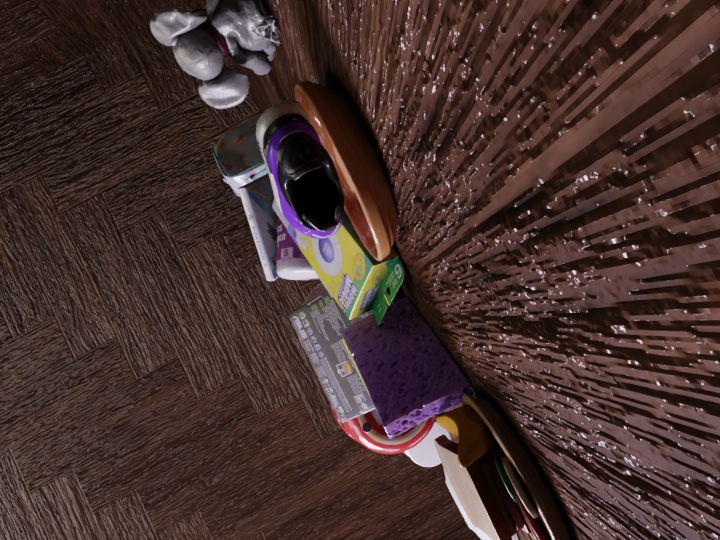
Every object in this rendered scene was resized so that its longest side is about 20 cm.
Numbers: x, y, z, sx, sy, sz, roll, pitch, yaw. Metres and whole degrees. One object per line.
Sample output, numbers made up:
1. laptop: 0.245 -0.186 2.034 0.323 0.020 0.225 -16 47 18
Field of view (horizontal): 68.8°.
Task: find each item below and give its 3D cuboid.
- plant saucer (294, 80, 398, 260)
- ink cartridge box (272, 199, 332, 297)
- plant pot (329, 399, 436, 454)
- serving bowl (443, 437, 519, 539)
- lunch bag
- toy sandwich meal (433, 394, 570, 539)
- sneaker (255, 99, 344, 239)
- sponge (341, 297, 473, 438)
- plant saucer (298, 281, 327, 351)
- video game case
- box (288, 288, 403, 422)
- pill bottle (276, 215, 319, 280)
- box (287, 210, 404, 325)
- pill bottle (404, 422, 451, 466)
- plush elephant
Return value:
1. plant saucer: -0.011 -0.108 0.562 0.202 0.037 0.200 63 177 6
2. ink cartridge box: -0.059 -0.088 0.807 0.201 0.057 0.163 51 141 20
3. plant pot: 0.045 0.238 0.985 0.203 0.198 0.182 63 170 -2
4. serving bowl: 0.201 0.403 0.942 0.202 0.065 0.200 62 177 6
5. lunch bag: -0.215 -0.251 1.138 0.161 0.198 0.077 57 176 36
6. toy sandwich meal: 0.136 0.222 0.549 0.207 0.069 0.205 63 176 7
7. sneaker: -0.050 -0.071 0.555 0.100 0.069 0.201 58 175 28
8. sponge: 0.051 0.116 0.679 0.030 0.110 0.200 66 176 -32
9. plant saucer: -0.030 0.101 1.056 0.032 0.199 0.202 38 158 55
10. video game case: -0.151 -0.105 1.044 0.200 0.022 0.185 -46 -53 -55
11. box: 0.002 0.116 0.834 0.202 0.192 0.047 62 -153 5
12. pill bottle: -0.103 -0.089 0.993 0.112 0.110 0.204 86 -177 -81
13. box: -0.023 -0.028 0.707 0.201 0.048 0.118 51 141 24
14. pill bottle: 0.130 0.346 1.158 0.115 0.113 0.200 63 176 -4
15. plush elephant: -0.206 -0.335 0.758 0.201 0.153 0.166 59 175 49
